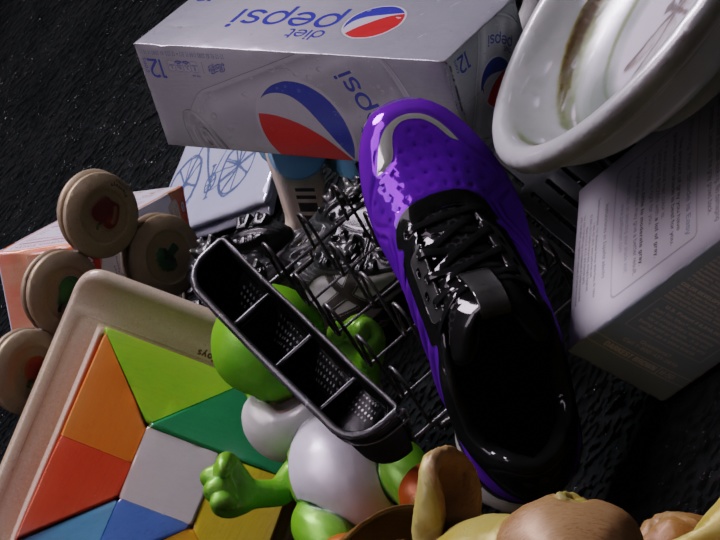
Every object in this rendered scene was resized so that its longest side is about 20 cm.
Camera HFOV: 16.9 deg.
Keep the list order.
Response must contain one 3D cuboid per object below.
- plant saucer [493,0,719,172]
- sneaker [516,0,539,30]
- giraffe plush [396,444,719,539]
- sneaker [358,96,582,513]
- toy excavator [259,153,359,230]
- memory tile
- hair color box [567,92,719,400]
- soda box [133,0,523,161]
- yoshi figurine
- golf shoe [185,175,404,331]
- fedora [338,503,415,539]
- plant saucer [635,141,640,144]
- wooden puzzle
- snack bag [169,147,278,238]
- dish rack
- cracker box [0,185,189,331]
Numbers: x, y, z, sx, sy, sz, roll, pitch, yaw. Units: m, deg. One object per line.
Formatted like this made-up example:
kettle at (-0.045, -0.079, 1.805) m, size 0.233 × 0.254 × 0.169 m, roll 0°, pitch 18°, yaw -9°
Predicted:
plant saucer at (0.138, -0.119, 1.073) m, size 0.200 × 0.050 × 0.200 m, roll -50°, pitch 17°, yaw 21°
sneaker at (0.106, -0.150, 1.270) m, size 0.200 × 0.071 × 0.073 m, roll -74°, pitch -9°, yaw -55°
giraffe plush at (0.089, 0.136, 0.908) m, size 0.200 × 0.162 × 0.173 m, roll -52°, pitch 25°, yaw 22°
sneaker at (0.054, 0.008, 1.083) m, size 0.070 × 0.200 × 0.100 m, roll -21°, pitch -9°, yaw -1°
toy excavator at (-0.029, -0.071, 1.499) m, size 0.194 × 0.200 × 0.100 m, roll -19°, pitch 18°, yaw -12°
memory tile at (-0.117, 0.047, 1.411) m, size 0.017 × 0.200 × 0.153 m, roll 3°, pitch 65°, yaw 52°
hair color box at (0.176, -0.036, 1.053) m, size 0.200 × 0.061 × 0.099 m, roll -41°, pitch 31°, yaw 43°
soda box at (-0.014, -0.099, 1.215) m, size 0.200 × 0.063 × 0.068 m, roll 7°, pitch 37°, yaw 36°
yoshi figurine at (-0.025, 0.077, 1.237) m, size 0.200 × 0.112 × 0.112 m, roll 52°, pitch 133°, yaw 49°
golf shoe at (0.000, 0.000, 1.383) m, size 0.200 × 0.095 × 0.078 m, roll -14°, pitch 47°, yaw 28°
fedora at (0.029, 0.200, 1.004) m, size 0.082 × 0.201 × 0.201 m, roll 4°, pitch 64°, yaw 32°
plant saucer at (0.181, -0.144, 1.178) m, size 0.200 × 0.050 × 0.200 m, roll -48°, pitch 26°, yaw 32°
wooden puzzle at (-0.104, 0.118, 1.328) m, size 0.037 × 0.185 × 0.200 m, roll 104°, pitch -173°, yaw -78°
snack bag at (-0.077, -0.115, 1.742) m, size 0.189 × 0.021 × 0.200 m, roll -18°, pitch 49°, yaw 59°
dish rack at (0.034, -0.008, 1.198) m, size 0.200 × 0.055 × 0.153 m, roll -40°, pitch 53°, yaw -9°
cracker box at (-0.152, 0.031, 1.495) m, size 0.200 × 0.058 × 0.134 m, roll -41°, pitch -57°, yaw -71°
